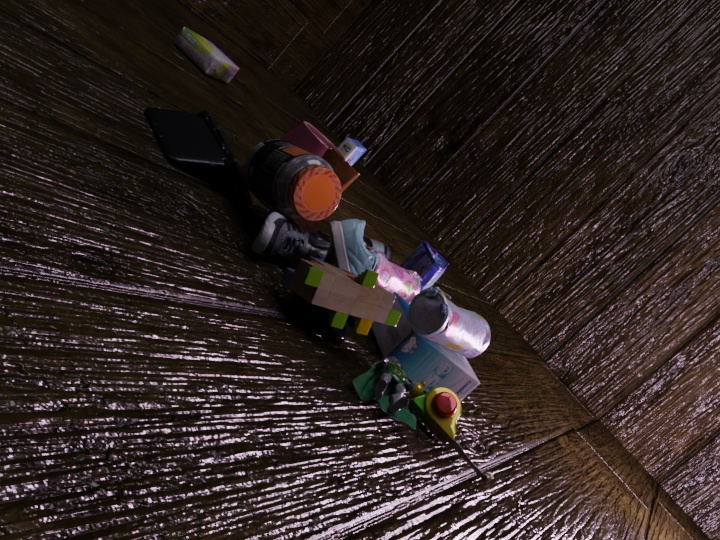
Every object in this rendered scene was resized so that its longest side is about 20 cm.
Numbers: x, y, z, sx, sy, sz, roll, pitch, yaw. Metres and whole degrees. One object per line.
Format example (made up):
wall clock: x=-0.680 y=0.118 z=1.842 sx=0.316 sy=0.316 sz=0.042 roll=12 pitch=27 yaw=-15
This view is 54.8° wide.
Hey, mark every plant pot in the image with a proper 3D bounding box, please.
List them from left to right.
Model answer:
plant pot: x=-0.138 y=-0.225 z=1.551 sx=0.200 sy=0.179 sz=0.200 roll=41 pitch=13 yaw=-11

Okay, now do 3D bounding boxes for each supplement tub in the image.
supplement tub: x=-0.124 y=-0.165 z=1.275 sx=0.122 sy=0.123 sz=0.200 roll=35 pitch=0 yaw=-38

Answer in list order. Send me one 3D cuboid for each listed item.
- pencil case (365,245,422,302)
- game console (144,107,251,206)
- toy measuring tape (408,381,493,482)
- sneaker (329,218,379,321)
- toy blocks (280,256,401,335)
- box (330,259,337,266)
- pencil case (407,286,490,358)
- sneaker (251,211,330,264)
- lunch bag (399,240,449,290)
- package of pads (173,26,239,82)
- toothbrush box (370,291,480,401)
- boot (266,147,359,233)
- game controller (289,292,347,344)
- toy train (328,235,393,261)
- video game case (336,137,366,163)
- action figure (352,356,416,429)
pencil case: x=0.052 y=0.012 z=1.449 sx=0.200 sy=0.087 sz=0.087 roll=26 pitch=22 yaw=-52
game console: x=-0.311 y=-0.218 z=1.338 sx=0.200 sy=0.116 sz=0.176 roll=56 pitch=-14 yaw=41
toy measuring tape: x=0.160 y=0.258 z=1.161 sx=0.200 sy=0.074 sz=0.074 roll=46 pitch=12 yaw=8
sneaker: x=0.000 y=0.000 z=1.292 sx=0.074 sy=0.082 sz=0.201 roll=-135 pitch=-147 yaw=-84
toy blocks: x=-0.045 y=0.024 z=1.119 sx=0.200 sy=0.100 sz=0.137 roll=18 pitch=7 yaw=-38
box: x=0.021 y=0.044 z=1.521 sx=0.143 sy=0.036 sz=0.200 roll=49 pitch=11 yaw=22
pencil case: x=0.167 y=0.099 z=1.288 sx=0.200 sy=0.083 sz=0.091 roll=31 pitch=54 yaw=-49
sneaker: x=-0.115 y=-0.046 z=1.216 sx=0.114 sy=0.076 sz=0.200 roll=29 pitch=8 yaw=2
lunch bag: x=0.140 y=0.027 z=1.696 sx=0.094 sy=0.151 sz=0.200 roll=43 pitch=12 yaw=-7
package of pads: x=-0.483 y=-0.676 z=2.199 sx=0.154 sy=0.068 sz=0.200 roll=44 pitch=12 yaw=5
toothbrush box: x=0.122 y=0.156 z=1.352 sx=0.200 sy=0.085 sz=0.147 roll=37 pitch=14 yaw=-28
boot: x=-0.071 y=-0.118 z=1.357 sx=0.068 sy=0.200 sz=0.188 roll=34 pitch=16 yaw=-49
game controller: x=-0.068 y=0.061 z=1.180 sx=0.104 sy=0.042 sz=0.200 roll=28 pitch=14 yaw=-8
toy train: x=0.000 y=-0.050 z=1.571 sx=0.114 sy=0.085 sz=0.200 roll=17 pitch=0 yaw=20
video game case: x=-0.070 y=-0.314 z=2.079 sx=0.045 sy=0.181 sz=0.200 roll=46 pitch=12 yaw=1
action figure: x=0.050 y=0.180 z=1.123 sx=0.118 sy=0.055 sz=0.200 roll=42 pitch=8 yaw=-1
